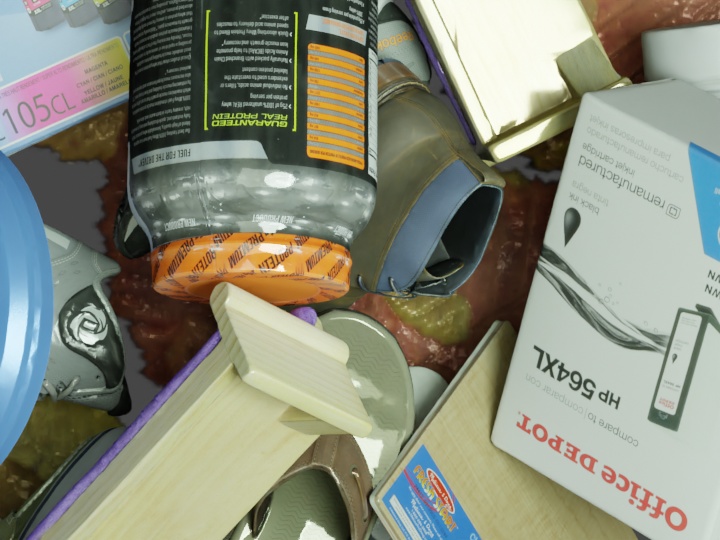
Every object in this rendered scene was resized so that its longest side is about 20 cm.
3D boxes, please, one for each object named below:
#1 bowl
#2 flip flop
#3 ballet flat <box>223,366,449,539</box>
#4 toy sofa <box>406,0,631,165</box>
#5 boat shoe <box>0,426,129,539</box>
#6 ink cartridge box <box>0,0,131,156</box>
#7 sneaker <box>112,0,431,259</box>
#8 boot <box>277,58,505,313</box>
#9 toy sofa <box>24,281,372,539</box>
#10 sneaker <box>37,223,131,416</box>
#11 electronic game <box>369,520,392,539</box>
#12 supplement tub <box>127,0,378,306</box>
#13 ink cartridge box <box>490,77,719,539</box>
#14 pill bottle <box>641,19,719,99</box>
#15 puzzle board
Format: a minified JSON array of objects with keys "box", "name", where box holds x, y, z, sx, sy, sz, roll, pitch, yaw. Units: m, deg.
[{"box":[-0.236,0.023,1.334,0.039,0.200,0.201,10,95,-50],"name":"bowl"},{"box":[-0.027,0.117,1.325,0.081,0.058,0.200,25,82,-8],"name":"flip flop"},{"box":[-0.033,0.117,1.386,0.200,0.069,0.069,-31,97,-6],"name":"ballet flat"},{"box":[0.057,-0.159,1.381,0.083,0.098,0.200,-27,98,-6],"name":"toy sofa"},{"box":[-0.181,0.162,1.405,0.062,0.072,0.200,34,91,29],"name":"boat shoe"},{"box":[-0.180,-0.170,1.377,0.136,0.076,0.200,-25,95,-3],"name":"ink cartridge box"},{"box":[-0.047,-0.070,1.401,0.200,0.074,0.079,-40,103,-2],"name":"sneaker"},{"box":[0.000,0.000,1.374,0.075,0.097,0.200,-2,125,-46],"name":"boot"},{"box":[-0.094,0.096,1.296,0.083,0.098,0.200,28,115,-36],"name":"toy sofa"},{"box":[-0.182,0.073,1.399,0.115,0.075,0.200,23,93,-11],"name":"sneaker"},{"box":[-0.025,0.168,1.438,0.200,0.042,0.200,0,94,-5],"name":"electronic game"},{"box":[-0.052,-0.088,1.299,0.122,0.123,0.200,2,79,-6],"name":"supplement tub"},{"box":[0.162,0.025,1.326,0.084,0.146,0.200,-12,123,-46],"name":"ink cartridge box"},{"box":[0.207,-0.033,1.409,0.113,0.113,0.200,-8,95,-5],"name":"pill bottle"},{"box":[0.085,0.149,1.396,0.200,0.017,0.151,58,45,-20],"name":"puzzle board"}]
